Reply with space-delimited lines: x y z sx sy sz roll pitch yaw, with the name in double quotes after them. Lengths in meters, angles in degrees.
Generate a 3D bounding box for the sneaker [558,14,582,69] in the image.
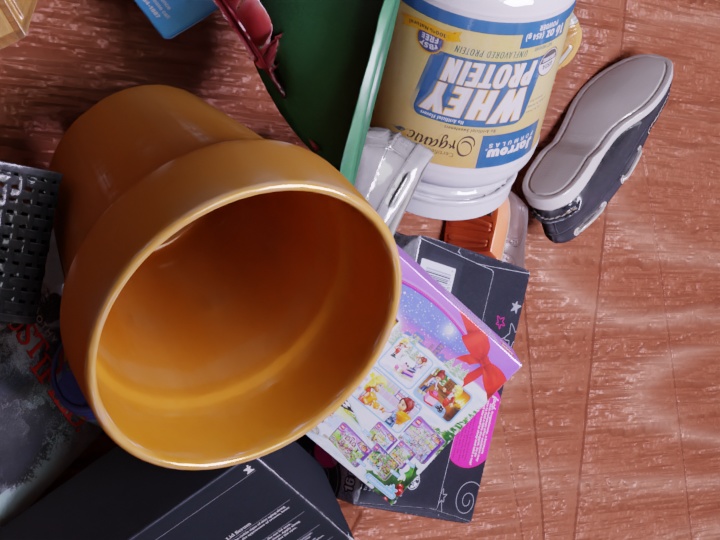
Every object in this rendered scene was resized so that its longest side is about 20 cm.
0.087 -0.234 1.306 0.076 0.088 0.200 -42 107 13 "sneaker"

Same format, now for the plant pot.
-0.103 -0.014 1.013 0.198 0.183 0.202 -17 131 -21 "plant pot"

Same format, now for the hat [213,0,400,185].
-0.069 -0.154 1.047 0.166 0.174 0.202 -75 180 -58 "hat"

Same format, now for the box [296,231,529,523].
0.027 0.077 1.273 0.131 0.114 0.202 16 86 -41 "box"

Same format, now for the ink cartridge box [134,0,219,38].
-0.082 -0.265 1.050 0.145 0.199 0.085 52 21 -29 "ink cartridge box"

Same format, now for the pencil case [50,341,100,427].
-0.119 0.093 1.143 0.087 0.078 0.200 -42 139 10 "pencil case"

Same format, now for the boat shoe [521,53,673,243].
0.210 -0.106 1.429 0.201 0.073 0.061 -53 137 -29 "boat shoe"

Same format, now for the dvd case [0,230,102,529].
-0.220 0.064 1.114 0.200 0.022 0.147 -47 125 -27 "dvd case"

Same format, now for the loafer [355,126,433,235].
0.000 0.000 1.177 0.070 0.069 0.202 -42 148 -75 "loafer"

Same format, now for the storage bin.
-0.289 -0.032 0.958 0.199 0.135 0.095 11 90 -42 "storage bin"

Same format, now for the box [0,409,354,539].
-0.126 0.180 1.106 0.199 0.079 0.141 -35 139 7 "box"

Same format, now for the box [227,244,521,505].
-0.006 0.048 1.139 0.200 0.039 0.137 41 98 -17 "box"

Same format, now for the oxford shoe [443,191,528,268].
0.102 0.031 1.362 0.073 0.071 0.202 15 88 -47 "oxford shoe"

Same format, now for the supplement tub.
0.072 -0.153 1.213 0.144 0.144 0.201 -24 141 -36 "supplement tub"

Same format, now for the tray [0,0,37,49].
-0.217 -0.212 0.965 0.037 0.201 0.099 -21 120 11 "tray"
